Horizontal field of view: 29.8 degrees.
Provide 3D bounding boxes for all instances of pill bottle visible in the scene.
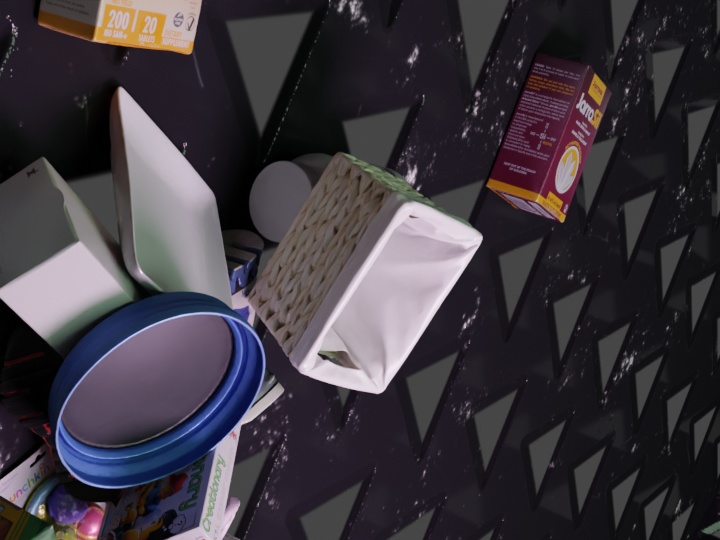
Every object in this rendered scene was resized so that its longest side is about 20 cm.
[{"bbox_3d":[-0.030,-0.066,1.454,0.199,0.111,0.114,6,103,-59],"label":"pill bottle"}]

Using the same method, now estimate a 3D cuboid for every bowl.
[{"bbox_3d":[-0.177,0.103,1.170,0.198,0.039,0.202,-23,140,-21],"label":"bowl"}]

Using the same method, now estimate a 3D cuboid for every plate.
[{"bbox_3d":[-0.175,-0.035,1.229,0.200,0.032,0.202,53,22,-55],"label":"plate"}]

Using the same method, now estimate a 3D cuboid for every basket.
[{"bbox_3d":[0.000,0.000,1.340,0.135,0.123,0.201,20,108,-48],"label":"basket"}]

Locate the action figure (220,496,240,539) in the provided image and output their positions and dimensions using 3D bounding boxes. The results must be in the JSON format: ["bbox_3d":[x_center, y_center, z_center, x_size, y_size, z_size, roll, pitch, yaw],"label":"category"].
[{"bbox_3d":[-0.192,0.331,1.342,0.134,0.146,0.203,105,-16,-71],"label":"action figure"}]

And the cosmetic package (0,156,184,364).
[{"bbox_3d":[-0.239,0.012,1.151,0.084,0.108,0.201,-32,142,2],"label":"cosmetic package"}]

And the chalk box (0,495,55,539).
[{"bbox_3d":[-0.359,0.289,1.121,0.199,0.124,0.126,-37,136,-44],"label":"chalk box"}]

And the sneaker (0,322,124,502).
[{"bbox_3d":[-0.268,0.118,1.240,0.087,0.073,0.202,-82,159,-54],"label":"sneaker"}]

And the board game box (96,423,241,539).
[{"bbox_3d":[-0.178,0.197,1.270,0.035,0.125,0.201,54,22,-29],"label":"board game box"}]

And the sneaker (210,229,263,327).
[{"bbox_3d":[-0.158,0.057,1.350,0.199,0.080,0.117,-42,137,-41],"label":"sneaker"}]

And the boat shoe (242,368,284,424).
[{"bbox_3d":[-0.169,0.159,1.432,0.199,0.073,0.062,-36,92,-34],"label":"boat shoe"}]

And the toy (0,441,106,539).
[{"bbox_3d":[-0.278,0.255,1.304,0.115,0.047,0.202,-43,141,-40],"label":"toy"}]

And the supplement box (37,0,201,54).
[{"bbox_3d":[-0.184,-0.290,1.119,0.125,0.073,0.203,-6,112,-57],"label":"supplement box"}]

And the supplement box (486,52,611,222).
[{"bbox_3d":[0.264,-0.184,1.879,0.110,0.085,0.203,26,85,-59],"label":"supplement box"}]

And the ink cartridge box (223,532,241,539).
[{"bbox_3d":[-0.165,0.398,1.469,0.200,0.144,0.084,-45,140,-36],"label":"ink cartridge box"}]
